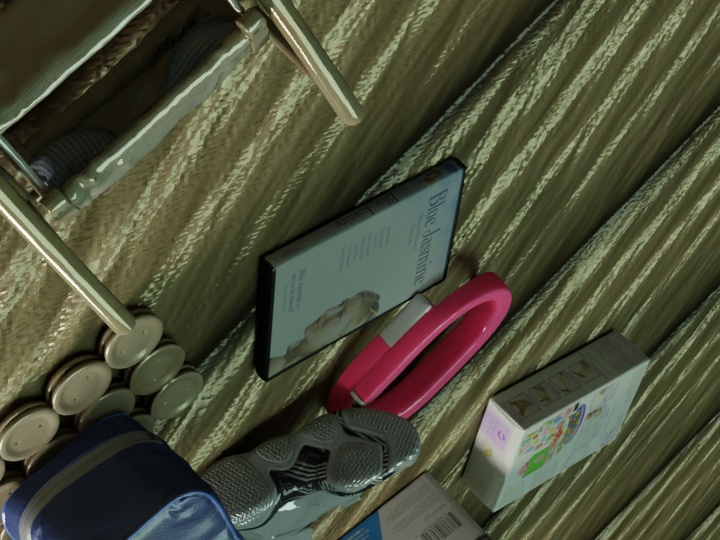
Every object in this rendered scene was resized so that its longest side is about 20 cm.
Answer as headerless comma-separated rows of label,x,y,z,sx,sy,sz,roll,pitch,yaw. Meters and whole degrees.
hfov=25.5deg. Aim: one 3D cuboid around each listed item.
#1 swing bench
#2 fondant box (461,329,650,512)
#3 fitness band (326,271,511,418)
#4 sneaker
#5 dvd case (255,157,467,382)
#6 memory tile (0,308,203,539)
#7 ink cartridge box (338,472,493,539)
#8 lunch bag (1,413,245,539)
swing bench,-0.132,-0.107,0.879,0.199,0.130,0.200,-41,146,-6
fondant box,0.215,0.165,1.754,0.200,0.058,0.144,-26,146,-33
fitness band,0.055,0.077,1.432,0.200,0.037,0.144,-46,157,13
sneaker,-0.042,0.188,1.403,0.200,0.075,0.115,-19,152,-4
dvd case,0.000,0.000,1.298,0.200,0.018,0.143,-29,147,-28
memory tile,-0.211,0.119,1.181,0.200,0.017,0.153,-41,151,-8
ink cartridge box,0.080,0.333,1.644,0.146,0.200,0.086,-36,150,-16
lunch bag,-0.166,0.214,1.198,0.136,0.132,0.200,-36,136,-15
